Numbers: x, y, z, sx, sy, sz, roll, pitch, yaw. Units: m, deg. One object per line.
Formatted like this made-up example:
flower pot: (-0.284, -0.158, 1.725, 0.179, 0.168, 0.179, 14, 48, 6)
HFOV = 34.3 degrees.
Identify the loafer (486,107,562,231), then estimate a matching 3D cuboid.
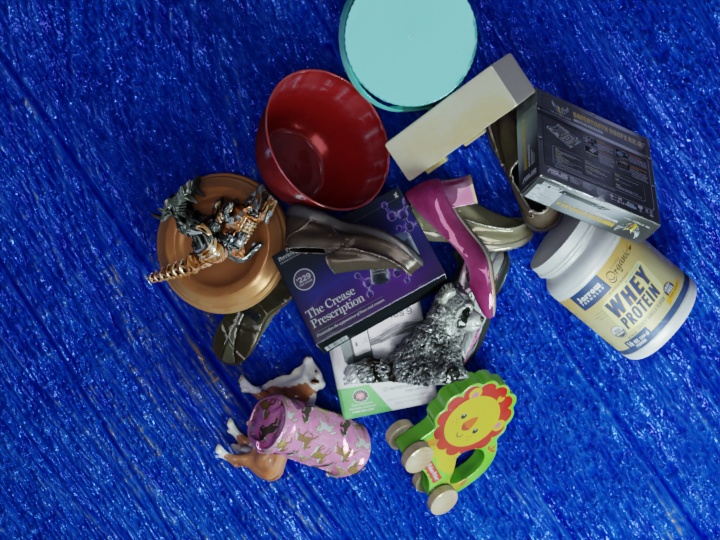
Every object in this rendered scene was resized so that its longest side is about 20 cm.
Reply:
loafer: (0.229, -0.155, 1.603, 0.072, 0.071, 0.202, -23, 79, 5)

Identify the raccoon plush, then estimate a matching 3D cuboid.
raccoon plush: (0.070, 0.086, 1.596, 0.197, 0.097, 0.136, -4, 94, 0)

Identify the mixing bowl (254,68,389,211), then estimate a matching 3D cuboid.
mixing bowl: (-0.070, -0.161, 1.599, 0.201, 0.200, 0.108, 52, 141, -9)

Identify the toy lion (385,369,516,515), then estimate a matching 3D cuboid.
toy lion: (0.144, 0.237, 1.686, 0.191, 0.069, 0.201, -33, 135, -5)

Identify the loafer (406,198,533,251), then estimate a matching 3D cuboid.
loafer: (0.148, -0.072, 1.649, 0.197, 0.076, 0.069, 5, 108, 1)

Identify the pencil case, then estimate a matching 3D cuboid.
pencil case: (-0.072, 0.238, 1.668, 0.082, 0.087, 0.199, -23, 146, 33)

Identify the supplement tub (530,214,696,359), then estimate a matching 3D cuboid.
supplement tub: (0.350, 0.011, 1.626, 0.199, 0.144, 0.145, 38, 100, -6)

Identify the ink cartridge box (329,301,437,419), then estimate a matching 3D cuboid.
ink cartridge box: (0.024, 0.097, 1.684, 0.144, 0.084, 0.202, -12, 101, 4)

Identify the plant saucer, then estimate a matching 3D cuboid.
plant saucer: (-0.199, -0.040, 1.659, 0.198, 0.037, 0.203, -1, 87, 10)

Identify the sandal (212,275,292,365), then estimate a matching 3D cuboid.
sandal: (-0.143, 0.049, 1.693, 0.081, 0.055, 0.201, 32, 100, 10)

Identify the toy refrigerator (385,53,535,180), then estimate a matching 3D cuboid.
toy refrigerator: (0.135, -0.203, 1.579, 0.199, 0.076, 0.070, -33, 94, 35)

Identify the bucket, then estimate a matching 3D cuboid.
bucket: (0.065, -0.314, 1.571, 0.204, 0.135, 0.210, 0, 102, 2)

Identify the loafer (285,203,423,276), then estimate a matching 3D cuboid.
loafer: (-0.013, -0.025, 1.527, 0.198, 0.073, 0.072, 18, 83, 20)

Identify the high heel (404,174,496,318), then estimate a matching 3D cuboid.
high heel: (0.127, -0.027, 1.592, 0.095, 0.067, 0.202, -13, 98, 8)

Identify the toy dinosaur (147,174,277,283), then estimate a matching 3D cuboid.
toy dinosaur: (-0.211, -0.054, 1.601, 0.200, 0.102, 0.136, -41, 98, -15)

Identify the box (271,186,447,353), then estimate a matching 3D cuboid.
box: (0.000, 0.000, 1.591, 0.199, 0.079, 0.142, -29, 74, 0)

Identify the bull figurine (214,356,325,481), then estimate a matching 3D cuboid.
bull figurine: (-0.132, 0.213, 1.724, 0.120, 0.065, 0.202, 21, 99, 1)

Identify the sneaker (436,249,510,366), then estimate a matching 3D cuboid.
sneaker: (0.146, 0.053, 1.687, 0.086, 0.080, 0.202, 23, 101, 17)

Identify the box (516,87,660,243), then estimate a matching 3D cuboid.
box: (0.304, -0.141, 1.566, 0.198, 0.160, 0.048, 19, 140, -22)
